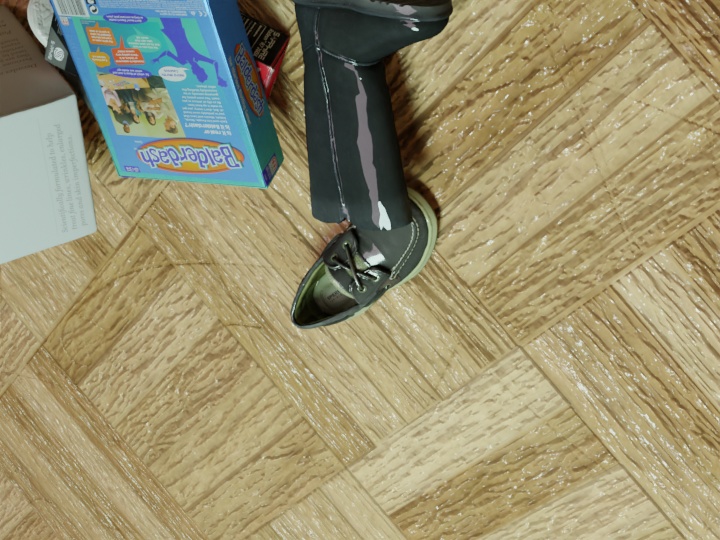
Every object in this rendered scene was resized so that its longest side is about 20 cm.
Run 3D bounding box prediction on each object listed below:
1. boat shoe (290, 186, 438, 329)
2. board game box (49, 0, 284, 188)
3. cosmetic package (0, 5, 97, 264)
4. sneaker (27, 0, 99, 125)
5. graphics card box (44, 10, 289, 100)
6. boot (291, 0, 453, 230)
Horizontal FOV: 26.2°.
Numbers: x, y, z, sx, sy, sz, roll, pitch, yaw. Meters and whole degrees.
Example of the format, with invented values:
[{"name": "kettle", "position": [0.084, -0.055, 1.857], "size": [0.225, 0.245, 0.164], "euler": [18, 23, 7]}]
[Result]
[{"name": "boat shoe", "position": [-0.001, -0.001, 1.362], "size": [0.072, 0.066, 0.201], "euler": [50, 141, 4]}, {"name": "board game box", "position": [-0.160, -0.162, 1.294], "size": [0.151, 0.045, 0.201], "euler": [6, 135, 22]}, {"name": "cosmetic package", "position": [-0.373, -0.125, 1.495], "size": [0.200, 0.164, 0.165], "euler": [48, 150, 43]}, {"name": "sneaker", "position": [-0.237, -0.181, 1.461], "size": [0.200, 0.077, 0.082], "euler": [56, 168, -7]}, {"name": "graphics card box", "position": [-0.169, -0.192, 1.342], "size": [0.199, 0.051, 0.126], "euler": [26, 140, 0]}, {"name": "boot", "position": [0.015, -0.125, 1.219], "size": [0.165, 0.065, 0.201], "euler": [21, 122, 48]}]
